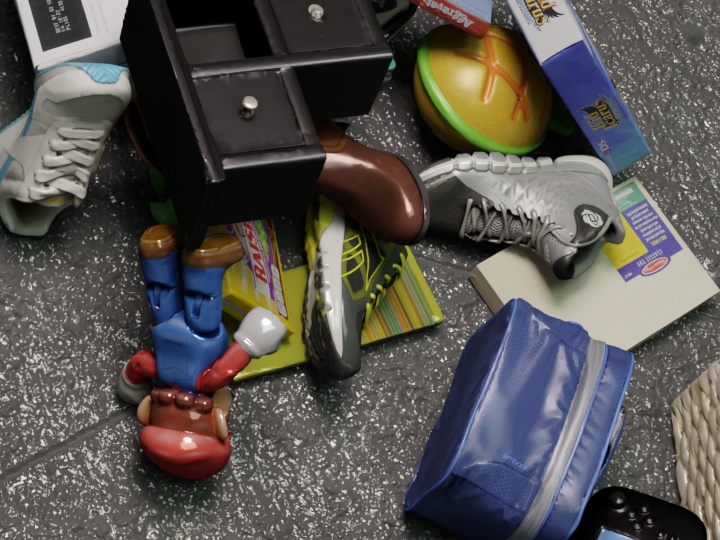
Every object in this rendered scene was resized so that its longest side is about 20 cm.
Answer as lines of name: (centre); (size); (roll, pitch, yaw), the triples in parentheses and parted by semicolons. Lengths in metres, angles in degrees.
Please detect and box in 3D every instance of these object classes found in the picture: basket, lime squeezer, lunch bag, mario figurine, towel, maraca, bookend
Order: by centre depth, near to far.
bookend: (-0.057, -0.133, 1.425); (0.198, 0.092, 0.201); (-8, 61, -22)
mario figurine: (-0.125, 0.063, 1.463); (0.106, 0.123, 0.201); (-7, 111, -25)
lunch bag: (0.138, 0.128, 1.526); (0.132, 0.136, 0.201); (27, 66, -6)
lime squeezer: (-0.159, -0.081, 1.573); (0.038, 0.071, 0.200); (-11, 35, 2)
basket: (0.341, 0.177, 1.584); (0.123, 0.136, 0.201); (5, 64, -13)
towel: (-0.033, 0.033, 1.588); (0.199, 0.018, 0.086); (-15, 65, -25)
maraca: (0.122, -0.162, 1.693); (0.200, 0.107, 0.138); (-14, 73, -52)

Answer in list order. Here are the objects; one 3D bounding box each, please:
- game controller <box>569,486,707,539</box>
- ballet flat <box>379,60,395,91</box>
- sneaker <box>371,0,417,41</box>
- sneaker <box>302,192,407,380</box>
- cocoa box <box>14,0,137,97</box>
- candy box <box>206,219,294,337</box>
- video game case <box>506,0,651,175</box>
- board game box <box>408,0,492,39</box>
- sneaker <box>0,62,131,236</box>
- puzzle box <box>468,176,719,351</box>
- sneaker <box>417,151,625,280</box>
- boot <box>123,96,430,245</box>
game controller: (0.203, 0.265, 1.527); (0.104, 0.042, 0.200); (12, 55, 27)
ballet flat: (-0.042, -0.219, 1.593); (0.073, 0.073, 0.200); (-17, 64, -26)
sneaker: (-0.011, -0.210, 1.648); (0.079, 0.130, 0.199); (40, 58, 4)
sneaker: (0.000, 0.000, 1.560); (0.084, 0.075, 0.201); (7, 55, -12)
cocoa box: (-0.218, -0.240, 1.570); (0.133, 0.131, 0.201); (-17, 70, -3)
candy box: (-0.104, -0.047, 1.551); (0.102, 0.026, 0.201); (32, 39, -54)
video game case: (0.174, -0.204, 1.662); (0.045, 0.200, 0.182); (-29, 56, 11)
board game box: (0.022, -0.269, 1.603); (0.199, 0.019, 0.103); (27, 33, -11)
sneaker: (-0.228, -0.096, 1.474); (0.076, 0.200, 0.081); (3, 65, -28)
puzzle box: (0.208, 0.012, 1.679); (0.200, 0.025, 0.133); (-28, 76, -29)
sneaker: (0.135, -0.040, 1.621); (0.199, 0.075, 0.116); (-7, 49, -13)
boot: (-0.062, -0.081, 1.486); (0.200, 0.069, 0.188); (-5, 49, -45)
